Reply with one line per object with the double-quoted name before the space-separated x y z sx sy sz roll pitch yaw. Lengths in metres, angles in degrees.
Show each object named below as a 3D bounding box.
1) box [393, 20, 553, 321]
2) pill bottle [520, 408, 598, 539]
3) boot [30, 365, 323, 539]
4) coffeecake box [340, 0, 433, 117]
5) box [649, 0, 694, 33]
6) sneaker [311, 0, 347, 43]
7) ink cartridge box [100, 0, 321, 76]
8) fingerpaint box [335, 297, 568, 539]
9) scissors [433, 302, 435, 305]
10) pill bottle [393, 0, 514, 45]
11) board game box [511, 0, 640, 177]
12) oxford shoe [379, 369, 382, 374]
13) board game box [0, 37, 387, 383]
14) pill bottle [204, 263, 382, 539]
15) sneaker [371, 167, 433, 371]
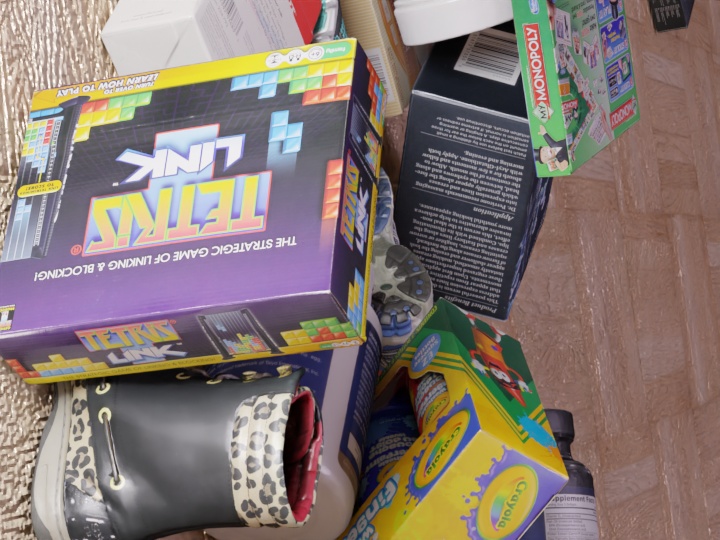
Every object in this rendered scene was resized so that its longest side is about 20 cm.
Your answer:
"box" 0.096 -0.089 1.699 0.149 0.106 0.201 -65 167 -48
"pill bottle" 0.146 0.223 1.819 0.112 0.111 0.201 27 56 -65
"boot" -0.092 0.064 1.178 0.074 0.153 0.205 56 32 -49
"coffeecake box" 0.005 -0.220 1.672 0.200 0.073 0.154 -59 135 -61
"box" 0.406 -0.443 2.883 0.160 0.043 0.201 -64 141 -58
"sneaker" -0.032 -0.134 1.526 0.091 0.077 0.201 41 38 -66
"ink cartridge box" -0.091 -0.164 1.398 0.200 0.067 0.117 -71 146 -51
"fingerpaint box" 0.030 0.144 1.355 0.073 0.200 0.167 30 21 -21
"scissors" 0.037 0.024 1.576 0.200 0.014 0.074 -132 -143 -55
"pill bottle" 0.053 -0.273 1.558 0.114 0.113 0.201 -41 117 -66
"board game box" 0.165 -0.158 1.618 0.200 0.029 0.136 -35 118 -64
"oxford shoe" 0.008 0.116 1.552 0.200 0.073 0.071 48 -9 -28
"board game box" -0.092 -0.032 1.154 0.057 0.199 0.166 58 30 -50
"pill bottle" -0.045 0.071 1.365 0.201 0.110 0.111 -79 152 -42
"sneaker" 0.000 0.000 1.538 0.201 0.077 0.086 -110 -172 -48
